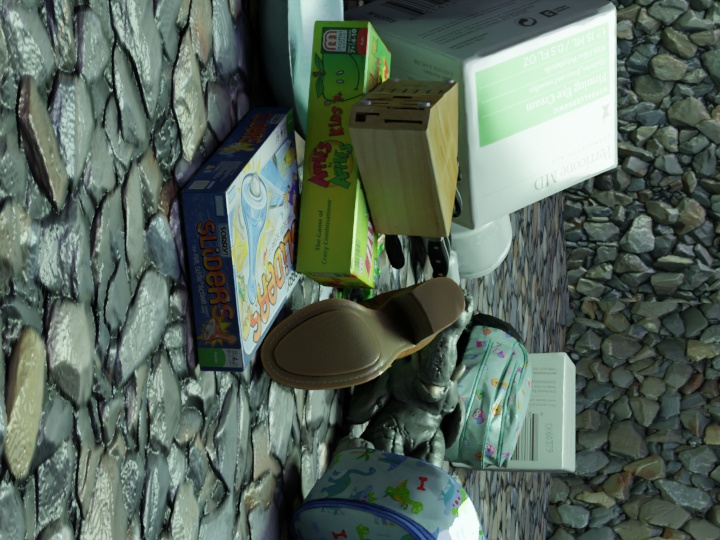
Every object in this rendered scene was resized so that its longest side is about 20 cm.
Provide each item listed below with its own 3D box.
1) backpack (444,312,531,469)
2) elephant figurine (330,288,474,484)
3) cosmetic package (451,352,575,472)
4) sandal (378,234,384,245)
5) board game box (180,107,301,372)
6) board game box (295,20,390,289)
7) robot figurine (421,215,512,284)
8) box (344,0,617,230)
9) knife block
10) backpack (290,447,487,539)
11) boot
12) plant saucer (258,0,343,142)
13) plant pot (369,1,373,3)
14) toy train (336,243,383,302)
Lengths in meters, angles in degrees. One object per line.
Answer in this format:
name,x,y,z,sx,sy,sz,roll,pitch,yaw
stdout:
backpack,0.160,0.170,2.212,0.201,0.125,0.168,-65,157,-56
elephant figurine,0.054,0.136,1.655,0.141,0.154,0.202,38,59,-47
cosmetic package,0.227,0.209,2.441,0.200,0.163,0.167,36,55,-77
sandal,-0.006,-0.047,1.555,0.200,0.080,0.055,-43,155,-79
board game box,-0.083,-0.028,1.243,0.200,0.034,0.137,-64,152,-65
board game box,-0.012,-0.092,1.367,0.102,0.047,0.203,35,58,-77
robot figurine,0.126,-0.062,2.059,0.200,0.112,0.171,65,43,-64
box,0.112,-0.172,1.606,0.198,0.199,0.173,-24,123,-30
knife block,0.041,-0.062,1.360,0.200,0.063,0.178,-51,142,-71
backpack,0.026,0.267,1.448,0.147,0.181,0.202,-45,129,-44
boot,-0.020,0.064,1.437,0.077,0.199,0.155,62,-30,3
plant saucer,-0.052,-0.201,1.375,0.201,0.038,0.204,1,90,-78
plant pot,0.101,-0.374,1.746,0.201,0.198,0.181,74,14,-54
toy train,0.000,0.000,1.642,0.057,0.041,0.202,91,7,-57
